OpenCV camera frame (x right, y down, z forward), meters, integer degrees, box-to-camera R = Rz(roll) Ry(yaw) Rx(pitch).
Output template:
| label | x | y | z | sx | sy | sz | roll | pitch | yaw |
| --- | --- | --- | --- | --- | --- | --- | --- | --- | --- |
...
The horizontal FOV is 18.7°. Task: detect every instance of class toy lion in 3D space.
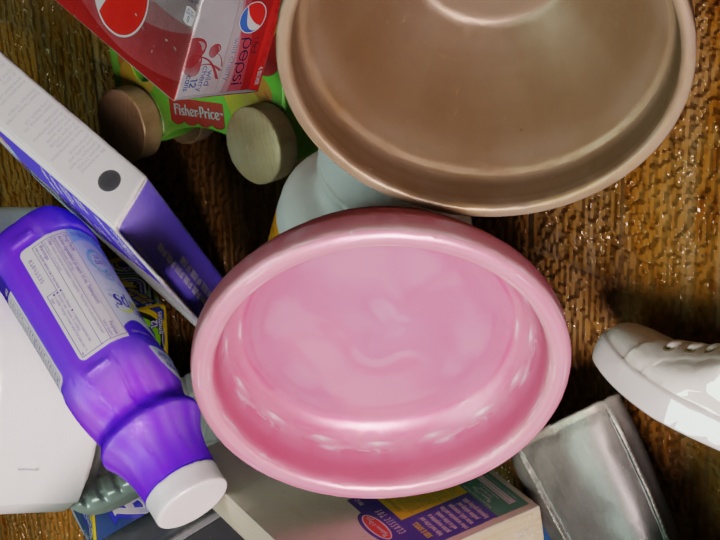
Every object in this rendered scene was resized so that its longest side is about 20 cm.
| label | x | y | z | sx | sy | sz | roll | pitch | yaw |
| --- | --- | --- | --- | --- | --- | --- | --- | --- | --- |
| toy lion | -0.081 | -0.156 | 1.268 | 0.199 | 0.068 | 0.194 | 10 | 113 | 46 |

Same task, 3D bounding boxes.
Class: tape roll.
| label | x | y | z | sx | sy | sz | roll | pitch | yaw |
| --- | --- | --- | --- | --- | --- | --- | --- | --- | --- |
| tape roll | -0.230 | 0.059 | 1.427 | 0.202 | 0.070 | 0.205 | -179 | 90 | -65 |

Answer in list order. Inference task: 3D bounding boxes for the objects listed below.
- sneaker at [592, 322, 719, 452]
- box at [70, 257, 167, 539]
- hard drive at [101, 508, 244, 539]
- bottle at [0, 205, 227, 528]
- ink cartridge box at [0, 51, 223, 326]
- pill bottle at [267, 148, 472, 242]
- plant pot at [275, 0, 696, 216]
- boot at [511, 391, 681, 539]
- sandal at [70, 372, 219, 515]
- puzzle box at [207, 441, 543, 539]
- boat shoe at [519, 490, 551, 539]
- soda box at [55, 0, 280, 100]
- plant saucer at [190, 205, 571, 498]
| label | x | y | z | sx | sy | sz | roll | pitch | yaw |
| --- | --- | --- | --- | --- | --- | --- | --- | --- | --- |
| sneaker | 0.204 | 0.054 | 1.079 | 0.199 | 0.072 | 0.085 | 28 | 105 | 40 |
| box | -0.169 | 0.097 | 1.503 | 0.070 | 0.064 | 0.202 | -129 | 32 | -50 |
| hard drive | -0.102 | 0.161 | 1.370 | 0.139 | 0.199 | 0.033 | -22 | 95 | 51 |
| bottle | -0.146 | 0.057 | 1.277 | 0.201 | 0.065 | 0.084 | 56 | -179 | 24 |
| ink cartridge box | -0.144 | -0.033 | 1.345 | 0.200 | 0.043 | 0.198 | 42 | 174 | 23 |
| pill bottle | 0.000 | 0.000 | 1.225 | 0.111 | 0.111 | 0.201 | 41 | 138 | 23 |
| plant pot | 0.062 | -0.130 | 1.057 | 0.199 | 0.093 | 0.202 | 4 | 133 | 4 |
| boot | 0.135 | 0.181 | 1.220 | 0.201 | 0.072 | 0.182 | 55 | 140 | 3 |
| sandal | -0.107 | 0.110 | 1.427 | 0.201 | 0.083 | 0.050 | -18 | 145 | 24 |
| puzzle box | -0.002 | 0.130 | 1.249 | 0.200 | 0.132 | 0.026 | 34 | 138 | 56 |
| boat shoe | 0.086 | 0.224 | 1.290 | 0.068 | 0.084 | 0.202 | -3 | 109 | 37 |
| soda box | -0.131 | -0.174 | 1.234 | 0.200 | 0.063 | 0.070 | 41 | 125 | 35 |
| plant saucer | 0.010 | 0.038 | 1.149 | 0.051 | 0.198 | 0.202 | -94 | 14 | -46 |
